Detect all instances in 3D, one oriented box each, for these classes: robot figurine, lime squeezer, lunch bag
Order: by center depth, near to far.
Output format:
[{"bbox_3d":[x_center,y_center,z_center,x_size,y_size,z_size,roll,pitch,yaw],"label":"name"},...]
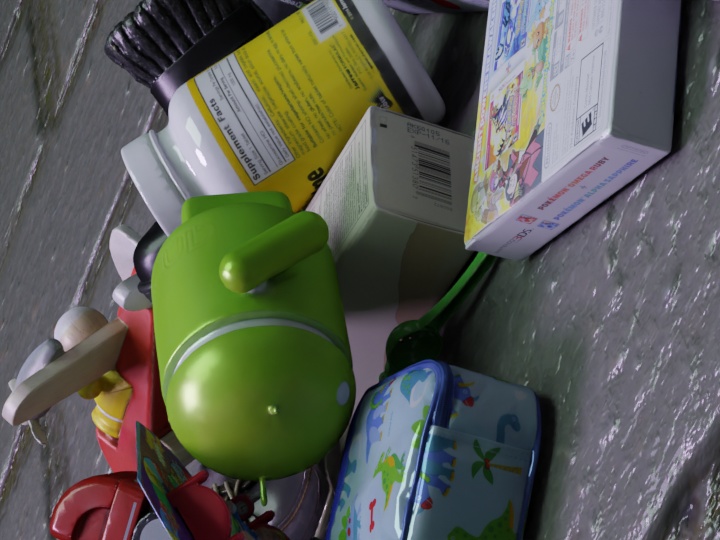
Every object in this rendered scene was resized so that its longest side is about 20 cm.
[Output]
[{"bbox_3d":[0.030,0.158,1.439,0.161,0.082,0.202,157,127,-71],"label":"lunch bag"},{"bbox_3d":[-0.065,0.041,1.521,0.201,0.115,0.176,-101,12,-47],"label":"robot figurine"},{"bbox_3d":[0.039,0.076,1.560,0.070,0.038,0.202,18,92,40],"label":"lime squeezer"}]

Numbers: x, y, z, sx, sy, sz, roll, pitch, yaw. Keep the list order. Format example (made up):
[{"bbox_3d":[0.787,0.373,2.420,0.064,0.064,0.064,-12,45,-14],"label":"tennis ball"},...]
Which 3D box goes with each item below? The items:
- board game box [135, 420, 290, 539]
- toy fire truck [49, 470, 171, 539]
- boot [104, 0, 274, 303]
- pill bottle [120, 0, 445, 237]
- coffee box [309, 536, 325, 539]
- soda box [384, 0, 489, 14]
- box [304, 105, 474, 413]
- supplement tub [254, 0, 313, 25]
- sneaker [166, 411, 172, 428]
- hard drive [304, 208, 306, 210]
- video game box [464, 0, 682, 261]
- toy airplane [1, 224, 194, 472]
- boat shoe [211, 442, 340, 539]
[{"bbox_3d":[-0.072,0.156,1.514,0.039,0.158,0.200,-35,13,3],"label":"board game box"},{"bbox_3d":[-0.209,0.224,1.874,0.129,0.199,0.177,1,-74,-74],"label":"toy fire truck"},{"bbox_3d":[-0.125,-0.100,1.762,0.211,0.158,0.079,-50,11,-8],"label":"boot"},{"bbox_3d":[-0.053,-0.097,1.672,0.199,0.113,0.113,-32,28,3],"label":"pill bottle"},{"bbox_3d":[-0.034,0.280,1.574,0.123,0.044,0.201,124,154,-43],"label":"coffee box"},{"bbox_3d":[0.047,-0.212,1.695,0.200,0.063,0.069,-165,91,-70],"label":"soda box"},{"bbox_3d":[0.000,0.000,1.640,0.200,0.077,0.095,124,154,-43],"label":"box"},{"bbox_3d":[-0.072,-0.183,1.939,0.107,0.106,0.202,-139,67,-69],"label":"supplement tub"},{"bbox_3d":[-0.085,0.075,1.820,0.074,0.084,0.201,-22,27,27],"label":"sneaker"},{"bbox_3d":[-0.062,-0.040,1.797,0.200,0.027,0.132,-54,11,-22],"label":"hard drive"},{"bbox_3d":[0.123,-0.127,1.444,0.182,0.046,0.202,-36,43,59],"label":"video game box"},{"bbox_3d":[-0.178,0.054,1.920,0.140,0.200,0.200,20,81,34],"label":"toy airplane"},{"bbox_3d":[-0.074,0.178,1.718,0.075,0.073,0.201,-95,28,-45],"label":"boat shoe"}]
